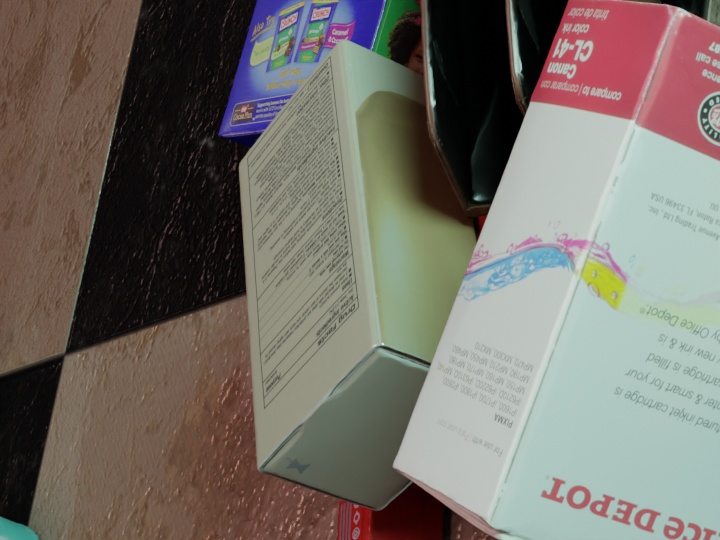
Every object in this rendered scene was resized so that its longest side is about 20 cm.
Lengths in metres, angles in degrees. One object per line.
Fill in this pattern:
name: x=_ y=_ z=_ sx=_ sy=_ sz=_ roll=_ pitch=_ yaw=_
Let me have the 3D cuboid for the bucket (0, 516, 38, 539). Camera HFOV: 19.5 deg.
bucket: x=-0.310 y=0.240 z=1.415 sx=0.207 sy=0.134 sz=0.208 roll=-37 pitch=42 yaw=43

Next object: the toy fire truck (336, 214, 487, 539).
toy fire truck: x=0.045 y=0.074 z=0.996 sx=0.141 sy=0.049 sz=0.201 roll=-34 pitch=44 yaw=48

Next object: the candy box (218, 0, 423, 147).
candy box: x=0.011 y=-0.162 z=1.178 sx=0.169 sy=0.077 sz=0.201 roll=1 pitch=74 yaw=61

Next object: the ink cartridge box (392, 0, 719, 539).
ink cartridge box: x=0.119 y=0.014 z=0.806 sx=0.086 sy=0.147 sz=0.201 roll=26 pitch=94 yaw=61

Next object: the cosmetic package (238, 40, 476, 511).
cosmetic package: x=0.000 y=0.000 z=0.996 sx=0.105 sy=0.071 sz=0.201 roll=-46 pitch=35 yaw=36

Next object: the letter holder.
letter holder: x=0.075 y=-0.150 z=0.949 sx=0.100 sy=0.142 sz=0.201 roll=-8 pitch=62 yaw=15
